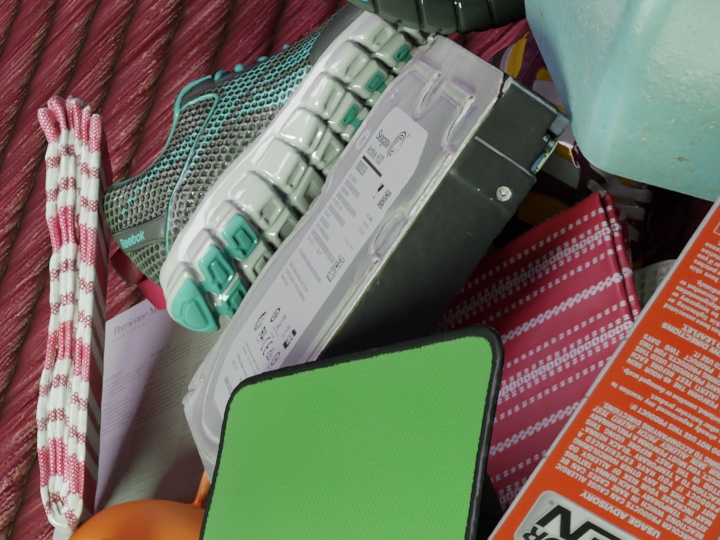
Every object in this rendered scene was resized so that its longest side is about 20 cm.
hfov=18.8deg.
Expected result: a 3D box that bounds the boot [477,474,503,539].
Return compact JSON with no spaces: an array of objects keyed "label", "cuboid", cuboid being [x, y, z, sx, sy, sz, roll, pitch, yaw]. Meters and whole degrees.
[{"label":"boot","cuboid":[-0.020,0.167,0.780,0.138,0.077,0.200,-6,69,35]}]

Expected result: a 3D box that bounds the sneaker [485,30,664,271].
[{"label":"sneaker","cuboid":[0.103,-0.048,0.946,0.090,0.075,0.200,-36,39,32]}]

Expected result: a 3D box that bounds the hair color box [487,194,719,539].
[{"label":"hair color box","cuboid":[0.111,0.057,0.713,0.064,0.111,0.200,29,62,18]}]

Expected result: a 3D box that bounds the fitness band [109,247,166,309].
[{"label":"fitness band","cuboid":[-0.055,-0.043,1.121,0.144,0.037,0.200,-35,10,16]}]

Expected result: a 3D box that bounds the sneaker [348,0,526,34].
[{"label":"sneaker","cuboid":[0.058,-0.143,0.938,0.082,0.200,0.073,-129,48,-60]}]

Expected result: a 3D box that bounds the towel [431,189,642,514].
[{"label":"towel","cuboid":[0.061,0.083,0.828,0.145,0.022,0.200,-32,50,30]}]

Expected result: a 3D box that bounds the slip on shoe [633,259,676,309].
[{"label":"slip on shoe","cuboid":[0.085,0.080,0.865,0.200,0.061,0.074,-55,43,9]}]

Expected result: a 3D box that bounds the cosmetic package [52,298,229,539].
[{"label":"cosmetic package","cuboid":[-0.069,0.064,1.108,0.200,0.052,0.151,-27,44,40]}]

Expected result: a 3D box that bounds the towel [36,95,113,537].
[{"label":"towel","cuboid":[-0.139,0.028,1.044,0.146,0.030,0.200,110,162,-79]}]

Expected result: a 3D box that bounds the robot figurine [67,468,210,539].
[{"label":"robot figurine","cuboid":[-0.101,0.187,0.954,0.117,0.144,0.200,-17,40,50]}]

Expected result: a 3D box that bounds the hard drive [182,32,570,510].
[{"label":"hard drive","cuboid":[0.000,0.000,0.888,0.200,0.038,0.140,-55,17,6]}]

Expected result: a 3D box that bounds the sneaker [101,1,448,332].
[{"label":"sneaker","cuboid":[-0.043,-0.072,0.994,0.091,0.078,0.200,35,79,31]}]

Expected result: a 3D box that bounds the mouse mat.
[{"label":"mouse mat","cuboid":[-0.016,0.122,0.752,0.161,0.008,0.200,-15,60,50]}]

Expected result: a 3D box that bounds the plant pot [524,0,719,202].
[{"label":"plant pot","cuboid":[0.166,-0.133,0.832,0.196,0.196,0.200,-104,34,-50]}]
